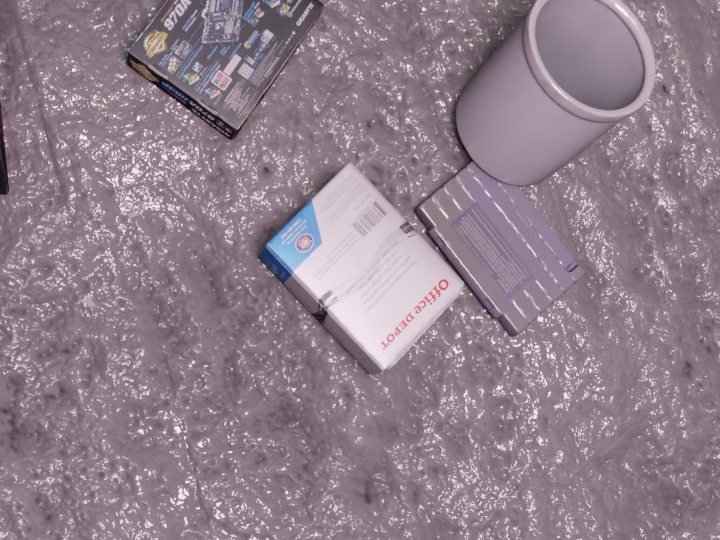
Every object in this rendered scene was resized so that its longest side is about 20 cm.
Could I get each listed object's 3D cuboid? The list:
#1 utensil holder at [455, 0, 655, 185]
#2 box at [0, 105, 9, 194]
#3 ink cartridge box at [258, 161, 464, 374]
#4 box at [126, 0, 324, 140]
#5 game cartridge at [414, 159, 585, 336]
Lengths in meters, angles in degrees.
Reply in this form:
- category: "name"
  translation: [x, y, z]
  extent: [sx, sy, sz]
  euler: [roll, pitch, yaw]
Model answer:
- category: "utensil holder"
  translation: [0.223, -0.214, 1.363]
  extent: [0.167, 0.200, 0.173]
  euler: [9, 67, -21]
- category: "box"
  translation: [-0.443, -0.195, 1.216]
  extent: [0.116, 0.200, 0.200]
  euler: [-6, 81, -15]
- category: "ink cartridge box"
  translation: [0.000, 0.000, 1.348]
  extent: [0.146, 0.086, 0.200]
  euler: [-44, 94, -16]
- category: "box"
  translation: [-0.160, -0.285, 1.380]
  extent: [0.158, 0.046, 0.201]
  euler: [34, 75, -6]
- category: "game cartridge"
  translation: [0.171, -0.034, 1.423]
  extent: [0.129, 0.038, 0.201]
  euler: [-38, 90, -12]
